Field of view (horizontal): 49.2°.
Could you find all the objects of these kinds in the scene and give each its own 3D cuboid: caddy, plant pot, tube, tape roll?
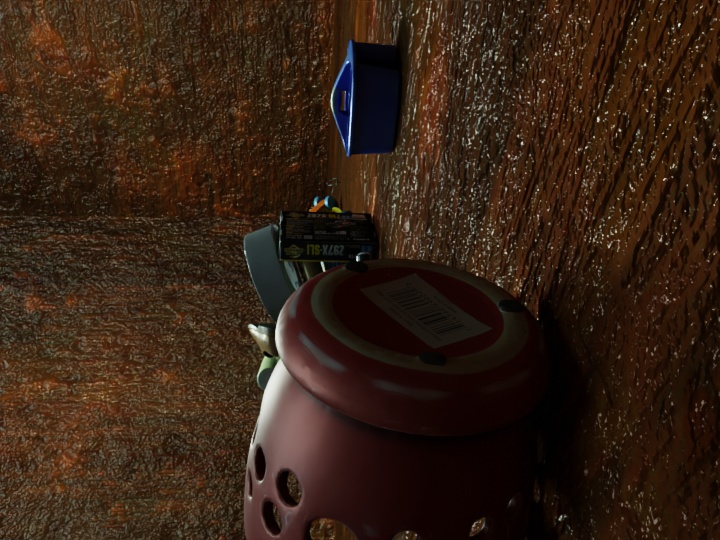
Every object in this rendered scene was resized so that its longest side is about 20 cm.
[{"bbox_3d":[0.003,-0.281,1.298,0.201,0.104,0.142,95,174,-50],"label":"caddy"},{"bbox_3d":[0.023,0.103,0.525,0.201,0.198,0.184,-99,13,-62],"label":"plant pot"},{"bbox_3d":[-0.191,0.208,1.698,0.058,0.052,0.200,-47,8,2],"label":"tube"},{"bbox_3d":[-0.177,0.008,1.659,0.200,0.066,0.202,-21,-90,-85],"label":"tape roll"}]

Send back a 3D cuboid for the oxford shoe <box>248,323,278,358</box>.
[{"bbox_3d":[-0.201,0.148,1.676,0.200,0.071,0.072,-175,84,-75],"label":"oxford shoe"}]

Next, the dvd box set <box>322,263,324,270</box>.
[{"bbox_3d":[-0.084,0.041,1.880,0.201,0.029,0.147,-96,28,-44],"label":"dvd box set"}]

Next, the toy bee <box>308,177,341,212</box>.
[{"bbox_3d":[-0.110,-0.227,2.852,0.130,0.200,0.109,21,147,49],"label":"toy bee"}]

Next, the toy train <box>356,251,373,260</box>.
[{"bbox_3d":[0.013,0.072,1.372,0.114,0.086,0.202,67,-161,-78],"label":"toy train"}]

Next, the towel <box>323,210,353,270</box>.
[{"bbox_3d":[-0.045,-0.052,1.803,0.200,0.048,0.113,-64,-37,-59],"label":"towel"}]

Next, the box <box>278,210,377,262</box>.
[{"bbox_3d":[-0.068,-0.071,1.624,0.160,0.198,0.050,-102,14,-65],"label":"box"}]

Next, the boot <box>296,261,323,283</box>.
[{"bbox_3d":[-0.108,0.007,1.712,0.175,0.066,0.202,93,159,-73],"label":"boot"}]
